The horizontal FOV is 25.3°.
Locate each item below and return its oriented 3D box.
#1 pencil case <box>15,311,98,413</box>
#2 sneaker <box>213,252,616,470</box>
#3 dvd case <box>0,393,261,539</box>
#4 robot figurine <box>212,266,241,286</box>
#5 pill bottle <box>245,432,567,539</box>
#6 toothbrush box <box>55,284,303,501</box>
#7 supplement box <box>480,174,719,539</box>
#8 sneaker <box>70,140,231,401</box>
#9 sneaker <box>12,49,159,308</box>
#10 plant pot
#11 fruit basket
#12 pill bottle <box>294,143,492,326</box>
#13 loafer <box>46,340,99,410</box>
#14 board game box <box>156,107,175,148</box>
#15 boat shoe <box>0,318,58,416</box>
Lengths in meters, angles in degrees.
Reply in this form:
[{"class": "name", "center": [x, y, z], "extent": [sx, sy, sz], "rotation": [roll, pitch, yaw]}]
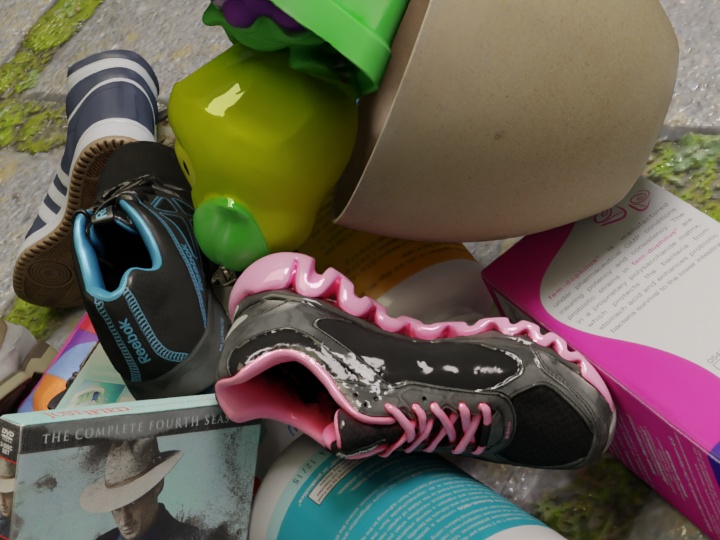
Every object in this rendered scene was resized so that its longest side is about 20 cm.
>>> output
[{"class": "pencil case", "center": [-0.167, 0.095, 0.987], "extent": [0.088, 0.089, 0.201], "rotation": [11, 55, 41]}, {"class": "sneaker", "center": [0.020, 0.063, 0.756], "extent": [0.197, 0.080, 0.096], "rotation": [15, 35, 8]}, {"class": "dvd case", "center": [-0.114, 0.160, 0.749], "extent": [0.022, 0.145, 0.203], "rotation": [15, 100, 42]}, {"class": "robot figurine", "center": [-0.042, -0.029, 1.052], "extent": [0.144, 0.058, 0.200], "rotation": [-36, 38, -4]}, {"class": "pill bottle", "center": [0.039, 0.154, 0.757], "extent": [0.111, 0.111, 0.199], "rotation": [-44, 39, -15]}, {"class": "toothbrush box", "center": [-0.103, 0.127, 0.855], "extent": [0.084, 0.147, 0.201], "rotation": [3, 49, 35]}, {"class": "supplement box", "center": [0.163, 0.044, 0.797], "extent": [0.101, 0.104, 0.200], "rotation": [-37, 39, -9]}, {"class": "sneaker", "center": [-0.111, -0.019, 0.835], "extent": [0.073, 0.082, 0.201], "rotation": [-28, 37, 6]}, {"class": "sneaker", "center": [-0.188, -0.065, 1.108], "extent": [0.200, 0.069, 0.110], "rotation": [-52, 34, 45]}, {"class": "plant pot", "center": [0.080, -0.098, 0.801], "extent": [0.133, 0.201, 0.202], "rotation": [18, 47, -7]}, {"class": "fruit basket", "center": [-0.051, -0.113, 0.801], "extent": [0.216, 0.155, 0.216], "rotation": [-52, 7, 9]}, {"class": "pill bottle", "center": [0.000, 0.000, 0.901], "extent": [0.109, 0.109, 0.201], "rotation": [-35, 63, -5]}, {"class": "loafer", "center": [-0.162, 0.095, 0.905], "extent": [0.062, 0.072, 0.202], "rotation": [16, 65, 11]}, {"class": "board game box", "center": [-0.043, -0.100, 1.059], "extent": [0.198, 0.028, 0.136], "rotation": [-24, 38, 10]}, {"class": "boat shoe", "center": [-0.245, 0.071, 1.001], "extent": [0.075, 0.068, 0.200], "rotation": [-54, 5, 4]}]
